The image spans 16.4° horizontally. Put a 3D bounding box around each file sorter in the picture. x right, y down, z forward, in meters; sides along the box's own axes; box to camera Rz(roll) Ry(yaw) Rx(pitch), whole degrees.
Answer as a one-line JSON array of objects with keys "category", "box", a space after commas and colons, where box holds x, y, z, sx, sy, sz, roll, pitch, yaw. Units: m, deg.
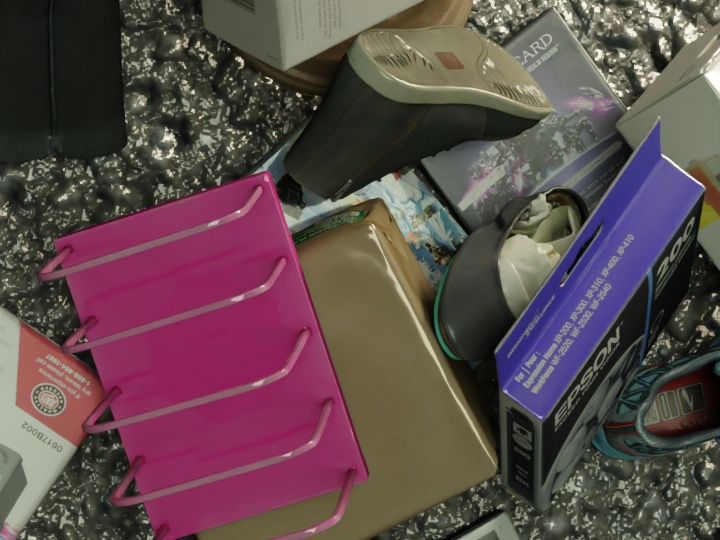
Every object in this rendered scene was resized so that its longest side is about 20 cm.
[{"category": "file sorter", "box": [-0.095, 0.064, 1.479, 0.139, 0.125, 0.201, -17, 99, 7]}]

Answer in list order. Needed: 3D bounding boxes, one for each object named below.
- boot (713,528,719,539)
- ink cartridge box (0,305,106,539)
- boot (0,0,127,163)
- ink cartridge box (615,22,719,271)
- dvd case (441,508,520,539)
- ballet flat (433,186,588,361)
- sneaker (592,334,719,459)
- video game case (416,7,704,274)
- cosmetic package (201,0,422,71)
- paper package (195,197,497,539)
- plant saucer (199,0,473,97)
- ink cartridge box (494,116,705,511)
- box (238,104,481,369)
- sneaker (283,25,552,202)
[{"category": "boot", "box": [0.289, 0.266, 1.723, 0.200, 0.069, 0.174, -42, 98, -13]}, {"category": "ink cartridge box", "box": [-0.270, 0.115, 1.579, 0.147, 0.086, 0.200, 35, 80, -11]}, {"category": "boot", "box": [-0.157, -0.166, 1.583, 0.164, 0.066, 0.201, 2, 111, -4]}, {"category": "ink cartridge box", "box": [0.279, -0.065, 1.685, 0.200, 0.083, 0.145, 54, 37, -8]}, {"category": "dvd case", "box": [0.044, 0.273, 1.685, 0.200, 0.025, 0.151, -28, 96, -12]}, {"category": "ballet flat", "box": [0.104, -0.005, 1.603, 0.073, 0.200, 0.073, 8, 114, 17]}, {"category": "sneaker", "box": [0.257, 0.083, 1.704, 0.200, 0.096, 0.080, -23, 95, -13]}, {"category": "video game case", "box": [0.135, -0.058, 1.716, 0.143, 0.019, 0.200, -38, 97, -12]}, {"category": "cosmetic package", "box": [-0.001, -0.218, 1.561, 0.200, 0.085, 0.108, -29, 132, -32]}, {"category": "paper package", "box": [-0.036, 0.081, 1.594, 0.200, 0.103, 0.191, -26, 100, 9]}, {"category": "plant saucer", "box": [-0.014, -0.213, 1.658, 0.199, 0.029, 0.201, 3, 77, -14]}, {"category": "ink cartridge box", "box": [0.153, 0.031, 1.596, 0.043, 0.200, 0.198, 29, 68, 19]}, {"category": "box", "box": [0.000, 0.000, 1.670, 0.137, 0.040, 0.200, -42, 98, -12]}, {"category": "sneaker", "box": [0.035, -0.100, 1.638, 0.200, 0.106, 0.075, 3, 45, -49]}]
